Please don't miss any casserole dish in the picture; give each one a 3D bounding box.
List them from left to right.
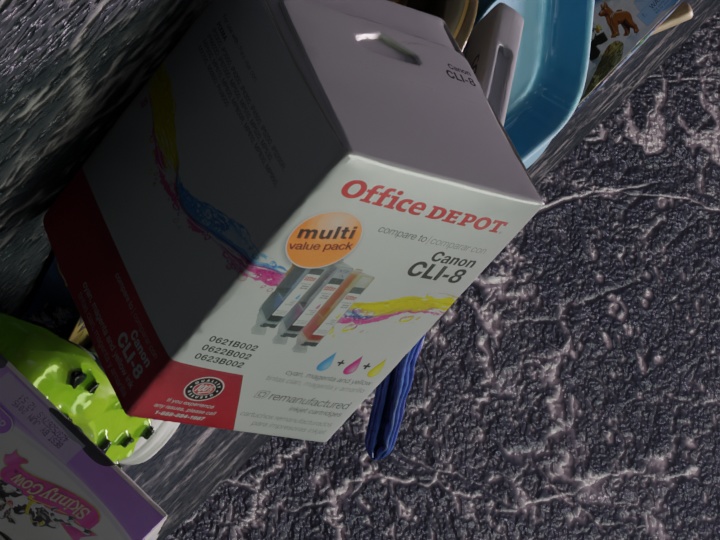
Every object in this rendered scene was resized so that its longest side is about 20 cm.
[{"bbox_3d":[0.093,-0.134,1.572,0.121,0.039,0.200,-38,150,-25],"label":"casserole dish"}]

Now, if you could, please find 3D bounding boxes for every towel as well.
[{"bbox_3d":[0.047,-0.001,1.461,0.145,0.024,0.200,102,7,-47],"label":"towel"}]

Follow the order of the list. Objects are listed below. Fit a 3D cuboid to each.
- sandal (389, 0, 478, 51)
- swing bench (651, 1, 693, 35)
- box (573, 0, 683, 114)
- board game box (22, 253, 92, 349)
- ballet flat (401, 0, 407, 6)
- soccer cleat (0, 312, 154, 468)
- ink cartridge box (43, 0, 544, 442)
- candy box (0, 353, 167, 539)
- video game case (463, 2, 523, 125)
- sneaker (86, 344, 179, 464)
[{"bbox_3d":[0.036,-0.172,1.400,0.080,0.054,0.200,2,-107,70],"label":"sandal"},{"bbox_3d":[0.135,-0.188,1.832,0.200,0.130,0.199,-40,175,-1],"label":"swing bench"},{"bbox_3d":[0.152,-0.212,1.698,0.200,0.137,0.038,-47,176,7],"label":"box"},{"bbox_3d":[-0.140,-0.011,1.514,0.135,0.035,0.200,-42,173,-34],"label":"board game box"},{"bbox_3d":[0.026,-0.137,1.579,0.200,0.071,0.071,-60,171,14],"label":"ballet flat"},{"bbox_3d":[-0.173,0.066,1.455,0.068,0.081,0.200,-48,160,-6],"label":"soccer cleat"},{"bbox_3d":[-0.037,-0.033,1.303,0.145,0.145,0.200,12,130,-42],"label":"ink cartridge box"},{"bbox_3d":[-0.195,0.120,1.360,0.072,0.168,0.200,-44,175,-20],"label":"candy box"},{"bbox_3d":[0.014,-0.044,1.446,0.200,0.024,0.182,-44,-162,31],"label":"video game case"},{"bbox_3d":[-0.126,0.045,1.541,0.088,0.075,0.200,4,128,-49],"label":"sneaker"}]
